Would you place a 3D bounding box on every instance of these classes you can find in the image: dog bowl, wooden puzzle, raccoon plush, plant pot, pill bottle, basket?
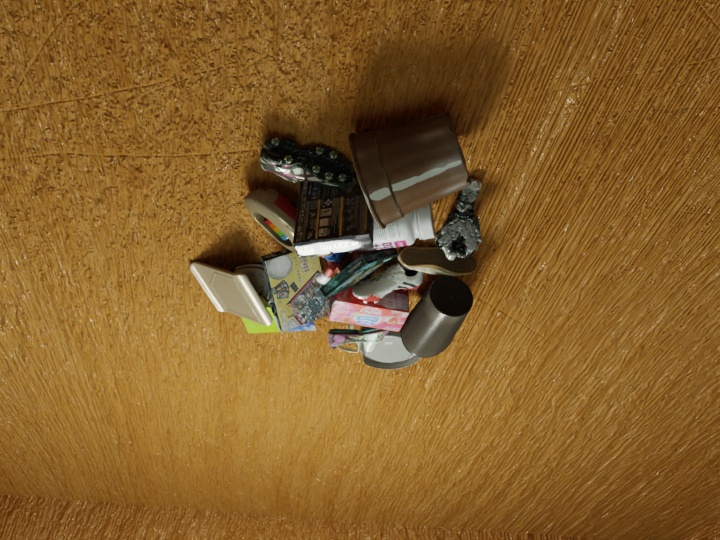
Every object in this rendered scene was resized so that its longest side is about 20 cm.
[{"bbox_3d":[0.082,0.213,1.827,0.199,0.059,0.200,1,140,0],"label":"dog bowl"},{"bbox_3d":[-0.329,0.055,1.611,0.200,0.037,0.185,10,139,36],"label":"wooden puzzle"},{"bbox_3d":[0.237,-0.114,1.439,0.097,0.134,0.200,25,104,-5],"label":"raccoon plush"},{"bbox_3d":[0.103,-0.209,1.233,0.198,0.201,0.200,-19,137,11],"label":"plant pot"},{"bbox_3d":[0.062,-0.107,1.401,0.199,0.114,0.114,-8,139,11],"label":"pill bottle"},{"bbox_3d":[0.200,0.110,1.588,0.136,0.180,0.200,39,151,11],"label":"basket"}]

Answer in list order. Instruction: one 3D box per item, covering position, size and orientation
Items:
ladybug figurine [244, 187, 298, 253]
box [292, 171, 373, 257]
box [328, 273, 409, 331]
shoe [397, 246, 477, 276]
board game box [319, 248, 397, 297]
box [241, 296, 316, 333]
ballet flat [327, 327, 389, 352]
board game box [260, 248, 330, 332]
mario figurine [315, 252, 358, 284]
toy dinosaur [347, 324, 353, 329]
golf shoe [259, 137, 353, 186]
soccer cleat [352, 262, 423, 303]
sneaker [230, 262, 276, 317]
[{"bbox_3d":[-0.172,-0.114,1.410,0.200,0.072,0.136,46,161,-26],"label":"ladybug figurine"},{"bbox_3d":[-0.053,-0.124,1.319,0.161,0.200,0.049,-8,138,10],"label":"box"},{"bbox_3d":[0.021,0.083,1.641,0.199,0.100,0.096,10,139,-10],"label":"box"},{"bbox_3d":[0.188,-0.025,1.542,0.199,0.070,0.053,8,167,-9],"label":"shoe"},{"bbox_3d":[0.000,0.000,1.480,0.135,0.200,0.028,-39,82,23],"label":"board game box"},{"bbox_3d":[-0.228,0.122,1.737,0.199,0.048,0.122,-4,140,7],"label":"box"},{"bbox_3d":[-0.002,0.190,1.726,0.199,0.071,0.069,-8,-178,29],"label":"ballet flat"},{"bbox_3d":[-0.157,0.040,1.546,0.135,0.035,0.201,-18,117,-17],"label":"board game box"},{"bbox_3d":[-0.076,-0.046,1.483,0.123,0.106,0.200,-33,159,0],"label":"mario figurine"},{"bbox_3d":[-0.034,0.127,1.743,0.088,0.048,0.200,-13,143,22],"label":"toy dinosaur"},{"bbox_3d":[-0.114,-0.221,1.320,0.199,0.077,0.088,17,158,-14],"label":"golf shoe"},{"bbox_3d":[0.071,0.023,1.561,0.199,0.069,0.085,-11,134,-25],"label":"soccer cleat"},{"bbox_3d":[-0.238,0.053,1.602,0.200,0.116,0.076,12,139,-11],"label":"sneaker"}]
